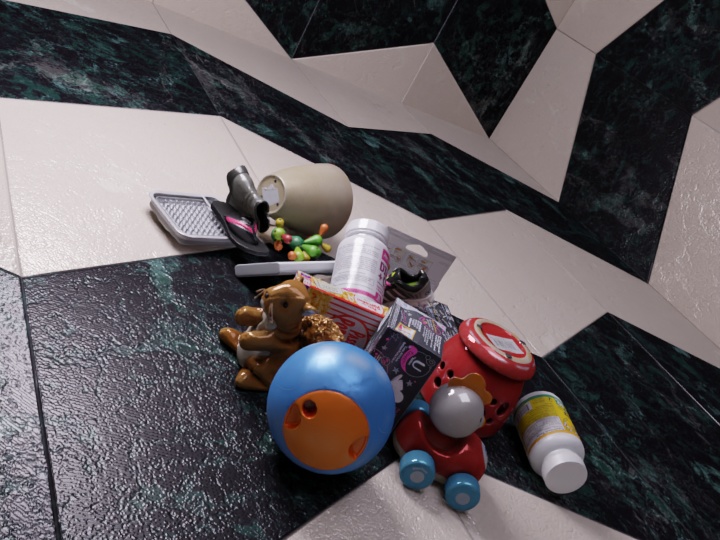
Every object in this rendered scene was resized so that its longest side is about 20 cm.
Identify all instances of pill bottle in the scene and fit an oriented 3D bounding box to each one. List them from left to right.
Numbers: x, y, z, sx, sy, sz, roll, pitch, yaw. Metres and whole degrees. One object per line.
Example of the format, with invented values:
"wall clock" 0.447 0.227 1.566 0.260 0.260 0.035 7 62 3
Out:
"pill bottle" 0.000 0.000 1.549 0.113 0.113 0.201 22 56 -18
"pill bottle" 0.386 0.348 1.518 0.112 0.113 0.200 23 24 -16

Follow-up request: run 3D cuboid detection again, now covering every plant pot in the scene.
"plant pot" -0.149 -0.172 1.793 0.187 0.188 0.199 43 23 27
"plant pot" 0.244 0.209 1.541 0.199 0.183 0.201 25 22 -11

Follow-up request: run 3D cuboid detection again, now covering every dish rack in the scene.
"dish rack" -0.350 -0.105 1.617 0.199 0.044 0.172 1 38 -49

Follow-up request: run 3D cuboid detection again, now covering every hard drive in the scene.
"hard drive" -0.148 -0.004 1.587 0.131 0.027 0.199 -3 -1 39

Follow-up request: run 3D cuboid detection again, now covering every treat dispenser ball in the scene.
"treat dispenser ball" -0.045 0.211 1.158 0.200 0.202 0.201 25 24 -12

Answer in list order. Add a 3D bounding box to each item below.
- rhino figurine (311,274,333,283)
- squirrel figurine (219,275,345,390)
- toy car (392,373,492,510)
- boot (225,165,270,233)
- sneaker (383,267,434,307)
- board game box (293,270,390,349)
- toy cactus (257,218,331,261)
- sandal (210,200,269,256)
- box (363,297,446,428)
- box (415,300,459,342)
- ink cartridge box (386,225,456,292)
"rhino figurine" -0.060 0.044 1.614 0.060 0.088 0.199 43 26 25
"squirrel figurine" -0.121 0.103 1.298 0.199 0.187 0.142 18 26 -28
"toy car" 0.171 0.269 1.305 0.176 0.201 0.185 27 24 -8
"boot" -0.247 -0.131 1.680 0.067 0.200 0.131 -27 68 -16
"sneaker" 0.069 0.035 1.710 0.198 0.088 0.074 -2 32 4
"board game box" -0.061 0.106 1.412 0.199 0.152 0.046 22 24 -18
"toy cactus" -0.164 -0.078 1.717 0.164 0.103 0.200 22 9 26
"sandal" -0.259 -0.101 1.607 0.075 0.045 0.200 4 36 -48
"box" 0.057 0.176 1.352 0.114 0.201 0.132 31 23 -2
"box" 0.153 0.128 1.749 0.157 0.050 0.200 21 25 -22
"ink cartridge box" 0.103 -0.010 1.806 0.199 0.174 0.044 23 24 -18
